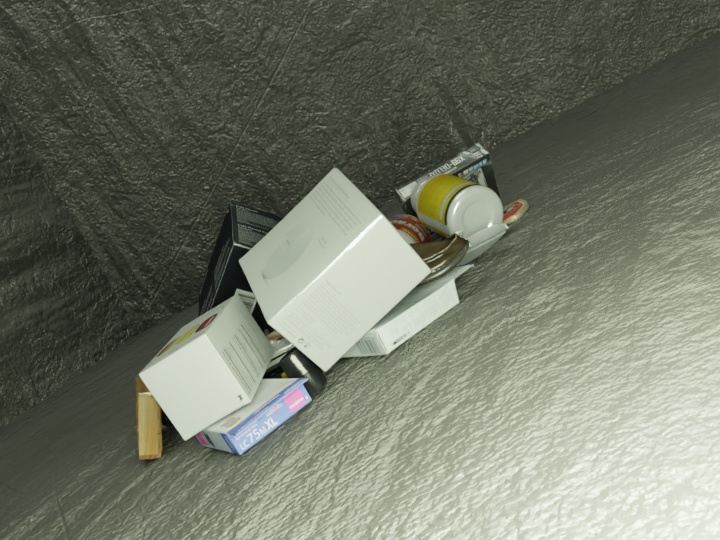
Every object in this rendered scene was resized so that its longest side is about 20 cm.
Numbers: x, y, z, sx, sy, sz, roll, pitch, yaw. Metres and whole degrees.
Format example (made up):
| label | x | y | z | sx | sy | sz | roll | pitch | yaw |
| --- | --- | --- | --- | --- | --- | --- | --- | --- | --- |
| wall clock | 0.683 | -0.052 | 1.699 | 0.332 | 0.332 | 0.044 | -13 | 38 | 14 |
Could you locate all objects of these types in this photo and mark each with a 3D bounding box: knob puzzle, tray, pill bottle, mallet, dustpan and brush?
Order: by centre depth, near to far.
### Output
| label | x | y | z | sx | sy | sz | roll | pitch | yaw |
| --- | --- | --- | --- | --- | --- | --- | --- | --- | --- |
| mallet | -0.098 | 0.159 | 1.093 | 0.041 | 0.066 | 0.200 | -39 | -4 | -24 |
| tray | -0.342 | 0.232 | 1.232 | 0.037 | 0.100 | 0.200 | -1 | 0 | -18 |
| dustpan and brush | 0.155 | -0.033 | 1.282 | 0.139 | 0.058 | 0.200 | -26 | -13 | -12 |
| pill bottle | 0.065 | -0.031 | 1.416 | 0.112 | 0.113 | 0.200 | -26 | 9 | 19 |
| pill bottle | 0.169 | -0.117 | 1.416 | 0.112 | 0.113 | 0.200 | -30 | 25 | -11 |
| knob puzzle | 0.246 | -0.099 | 1.510 | 0.219 | 0.031 | 0.220 | -29 | 7 | 4 |

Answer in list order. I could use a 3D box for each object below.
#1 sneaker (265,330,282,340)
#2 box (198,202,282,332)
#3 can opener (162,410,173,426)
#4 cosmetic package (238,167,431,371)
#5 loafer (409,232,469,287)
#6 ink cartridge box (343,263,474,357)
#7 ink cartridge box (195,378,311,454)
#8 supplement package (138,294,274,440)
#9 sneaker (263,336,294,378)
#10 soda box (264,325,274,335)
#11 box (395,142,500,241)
| label | x | y | z | sx | sy | sz | roll | pitch | yaw |
| --- | --- | --- | --- | --- | --- | --- | --- | --- | --- |
| sneaker | -0.077 | 0.093 | 1.282 | 0.199 | 0.072 | 0.080 | -24 | 5 | 11 |
| box | -0.207 | 0.014 | 1.335 | 0.182 | 0.103 | 0.201 | -112 | 42 | -60 |
| can opener | -0.278 | 0.214 | 1.333 | 0.064 | 0.078 | 0.200 | -68 | -12 | 23 |
| cosmetic package | -0.041 | -0.007 | 1.058 | 0.200 | 0.123 | 0.200 | -44 | 31 | 4 |
| loafer | 0.065 | -0.009 | 1.130 | 0.199 | 0.072 | 0.073 | -27 | 8 | 4 |
| ink cartridge box | 0.050 | 0.064 | 1.127 | 0.199 | 0.041 | 0.199 | -32 | 9 | -30 |
| ink cartridge box | -0.143 | 0.190 | 1.012 | 0.119 | 0.042 | 0.200 | -35 | 7 | -27 |
| supplement package | -0.207 | 0.129 | 1.076 | 0.113 | 0.110 | 0.200 | -31 | 9 | 8 |
| sneaker | -0.160 | 0.115 | 1.218 | 0.200 | 0.116 | 0.076 | -28 | -16 | 9 |
| soda box | -0.175 | 0.122 | 1.445 | 0.063 | 0.071 | 0.200 | -37 | 10 | -22 |
| box | 0.185 | -0.147 | 1.578 | 0.199 | 0.158 | 0.050 | -29 | 44 | -5 |
